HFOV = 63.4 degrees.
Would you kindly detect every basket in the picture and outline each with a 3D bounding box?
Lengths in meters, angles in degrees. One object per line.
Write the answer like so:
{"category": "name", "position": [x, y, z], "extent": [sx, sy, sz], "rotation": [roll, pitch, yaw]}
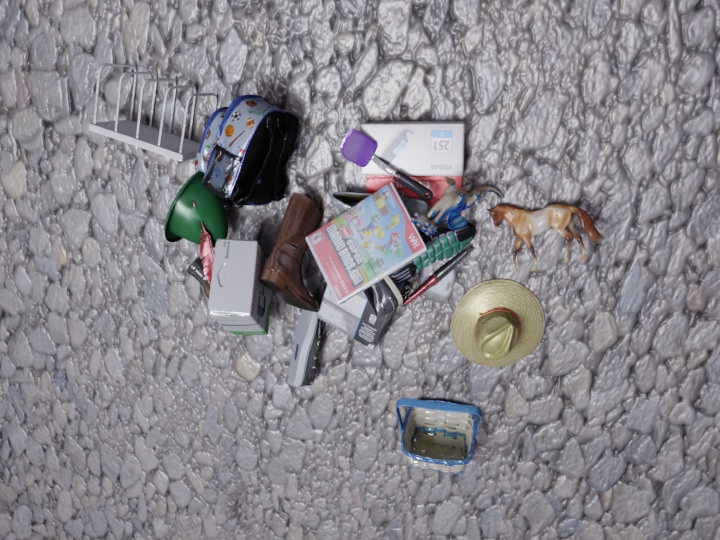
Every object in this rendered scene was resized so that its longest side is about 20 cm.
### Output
{"category": "basket", "position": [0.160, 0.335, 1.226], "extent": [0.171, 0.142, 0.203], "rotation": [6, 142, 10]}

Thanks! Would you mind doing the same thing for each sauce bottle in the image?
{"category": "sauce bottle", "position": [-0.296, 0.054, 1.284], "extent": [0.200, 0.065, 0.065], "rotation": [46, 113, -4]}

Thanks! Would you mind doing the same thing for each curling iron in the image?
{"category": "curling iron", "position": [0.143, 0.010, 1.184], "extent": [0.198, 0.026, 0.050], "rotation": [-34, 97, 22]}

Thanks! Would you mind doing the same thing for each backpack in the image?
{"category": "backpack", "position": [-0.207, -0.230, 1.103], "extent": [0.152, 0.200, 0.193], "rotation": [34, 109, 9]}

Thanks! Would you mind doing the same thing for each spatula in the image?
{"category": "spatula", "position": [0.052, -0.188, 1.086], "extent": [0.197, 0.021, 0.057], "rotation": [34, 113, -2]}

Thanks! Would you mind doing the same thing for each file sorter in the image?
{"category": "file sorter", "position": [-0.394, -0.309, 1.134], "extent": [0.195, 0.139, 0.127], "rotation": [19, 110, 5]}

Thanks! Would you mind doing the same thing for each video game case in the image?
{"category": "video game case", "position": [0.009, -0.050, 1.085], "extent": [0.197, 0.017, 0.145], "rotation": [-31, 79, 12]}

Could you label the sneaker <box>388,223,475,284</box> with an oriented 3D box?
{"category": "sneaker", "position": [0.124, -0.058, 1.132], "extent": [0.196, 0.075, 0.089], "rotation": [-27, 60, -6]}

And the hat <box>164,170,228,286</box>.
{"category": "hat", "position": [-0.276, -0.073, 1.165], "extent": [0.174, 0.166, 0.202], "rotation": [35, 122, 7]}

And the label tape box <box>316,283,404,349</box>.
{"category": "label tape box", "position": [0.007, 0.035, 1.191], "extent": [0.142, 0.063, 0.204], "rotation": [27, 115, 15]}

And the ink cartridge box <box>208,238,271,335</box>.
{"category": "ink cartridge box", "position": [-0.232, 0.039, 1.159], "extent": [0.081, 0.200, 0.150], "rotation": [2, 75, 1]}

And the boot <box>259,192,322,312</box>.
{"category": "boot", "position": [-0.111, -0.036, 1.183], "extent": [0.063, 0.205, 0.187], "rotation": [6, 157, 30]}

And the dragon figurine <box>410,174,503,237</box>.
{"category": "dragon figurine", "position": [0.175, -0.117, 1.074], "extent": [0.059, 0.197, 0.101], "rotation": [48, 130, 26]}

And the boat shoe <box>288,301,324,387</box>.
{"category": "boat shoe", "position": [-0.112, 0.162, 1.285], "extent": [0.055, 0.069, 0.205], "rotation": [7, 108, -27]}

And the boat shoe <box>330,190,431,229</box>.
{"category": "boat shoe", "position": [0.039, -0.117, 1.118], "extent": [0.196, 0.076, 0.066], "rotation": [7, 143, 19]}

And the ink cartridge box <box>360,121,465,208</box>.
{"category": "ink cartridge box", "position": [0.099, -0.190, 1.112], "extent": [0.194, 0.045, 0.181], "rotation": [2, 110, 12]}

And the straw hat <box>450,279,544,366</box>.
{"category": "straw hat", "position": [0.273, 0.128, 1.164], "extent": [0.195, 0.085, 0.207], "rotation": [5, 111, 12]}

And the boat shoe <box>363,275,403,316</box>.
{"category": "boat shoe", "position": [0.000, 0.000, 1.120], "extent": [0.062, 0.073, 0.201], "rotation": [-35, 76, -12]}

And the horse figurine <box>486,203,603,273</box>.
{"category": "horse figurine", "position": [0.344, -0.073, 1.087], "extent": [0.195, 0.050, 0.136], "rotation": [-12, 90, 26]}
